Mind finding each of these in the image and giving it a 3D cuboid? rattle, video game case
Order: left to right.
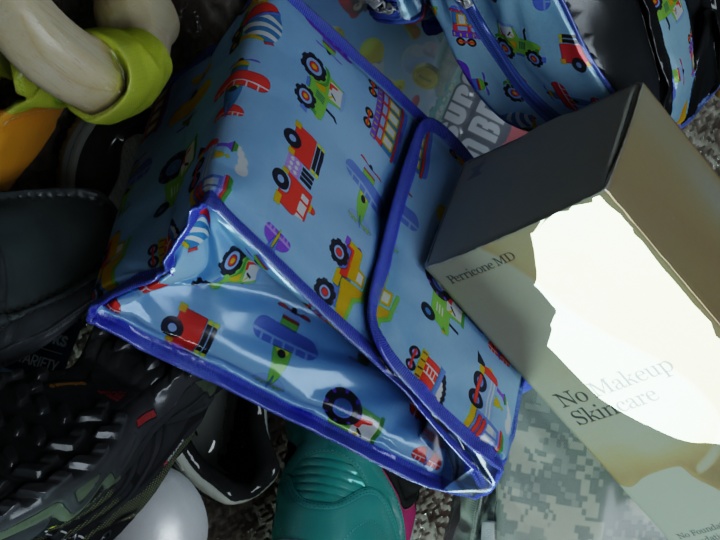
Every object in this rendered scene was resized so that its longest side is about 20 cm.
[{"bbox_3d":[-0.177,-0.134,0.963,0.200,0.142,0.131,47,44,-23],"label":"rattle"},{"bbox_3d":[0.028,-0.092,1.123,0.199,0.017,0.144,24,92,-34],"label":"video game case"}]

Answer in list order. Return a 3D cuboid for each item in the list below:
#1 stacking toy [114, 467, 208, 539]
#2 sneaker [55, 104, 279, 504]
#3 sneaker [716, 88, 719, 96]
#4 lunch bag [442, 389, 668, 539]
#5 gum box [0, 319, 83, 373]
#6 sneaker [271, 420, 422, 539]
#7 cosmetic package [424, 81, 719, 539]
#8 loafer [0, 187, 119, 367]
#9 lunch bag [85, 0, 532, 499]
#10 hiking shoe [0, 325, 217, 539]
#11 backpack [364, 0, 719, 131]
[{"bbox_3d":[-0.094,0.186,1.079,0.145,0.146,0.202,-6,105,-36],"label":"stacking toy"},{"bbox_3d":[-0.077,0.015,1.058,0.075,0.087,0.201,-27,120,-24],"label":"sneaker"},{"bbox_3d":[0.161,-0.177,1.178,0.200,0.075,0.088,51,35,-23],"label":"sneaker"},{"bbox_3d":[0.122,0.059,1.135,0.167,0.139,0.202,2,96,-33],"label":"lunch bag"},{"bbox_3d":[-0.230,0.088,0.996,0.169,0.044,0.202,19,95,-40],"label":"gum box"},{"bbox_3d":[0.002,0.109,1.143,0.200,0.083,0.122,63,39,-73],"label":"sneaker"},{"bbox_3d":[0.131,0.027,0.990,0.200,0.105,0.071,46,43,-22],"label":"cosmetic package"},{"bbox_3d":[-0.172,0.007,0.926,0.200,0.068,0.070,-22,160,-37],"label":"loafer"},{"bbox_3d":[0.000,0.000,0.991,0.199,0.151,0.094,35,129,-20],"label":"lunch bag"},{"bbox_3d":[-0.125,0.089,0.948,0.200,0.075,0.101,-31,142,-46],"label":"hiking shoe"},{"bbox_3d":[0.080,-0.152,1.026,0.201,0.134,0.183,64,35,-14],"label":"backpack"}]
